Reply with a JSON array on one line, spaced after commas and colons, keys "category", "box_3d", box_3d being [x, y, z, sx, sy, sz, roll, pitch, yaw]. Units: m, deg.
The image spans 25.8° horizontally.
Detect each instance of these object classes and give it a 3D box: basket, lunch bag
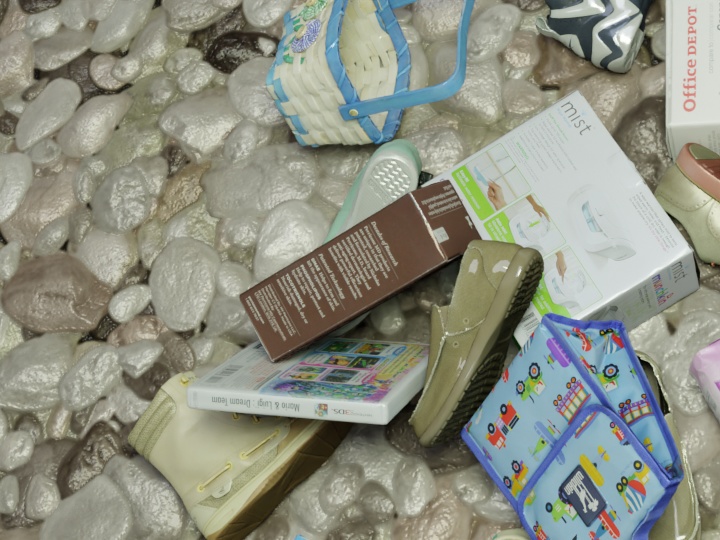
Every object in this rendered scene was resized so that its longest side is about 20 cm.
[{"category": "basket", "box_3d": [0.015, -0.209, 1.528, 0.199, 0.139, 0.177, -11, 41, 21]}, {"category": "lunch bag", "box_3d": [0.190, 0.160, 1.299, 0.151, 0.094, 0.200, -59, 41, 32]}]

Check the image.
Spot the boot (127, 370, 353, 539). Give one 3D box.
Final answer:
[{"category": "boot", "box_3d": [-0.108, 0.139, 1.468, 0.200, 0.073, 0.155, -45, 64, -1]}]

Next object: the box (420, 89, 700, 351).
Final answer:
[{"category": "box", "box_3d": [0.183, -0.033, 1.442, 0.176, 0.097, 0.200, -32, 62, 1]}]

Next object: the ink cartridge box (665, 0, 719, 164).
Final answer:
[{"category": "ink cartridge box", "box_3d": [0.384, -0.183, 1.455, 0.199, 0.085, 0.146, -3, 67, 18]}]

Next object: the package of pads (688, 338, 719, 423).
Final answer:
[{"category": "package of pads", "box_3d": [0.377, 0.135, 1.324, 0.120, 0.076, 0.201, -28, 63, 2]}]

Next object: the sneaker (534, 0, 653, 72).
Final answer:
[{"category": "sneaker", "box_3d": [0.237, -0.303, 1.550, 0.129, 0.079, 0.200, 21, 85, 14]}]

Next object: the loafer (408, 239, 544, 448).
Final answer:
[{"category": "loafer", "box_3d": [0.091, 0.060, 1.359, 0.067, 0.076, 0.201, 33, 104, 25]}]

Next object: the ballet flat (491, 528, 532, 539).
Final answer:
[{"category": "ballet flat", "box_3d": [0.184, 0.286, 1.322, 0.200, 0.070, 0.070, 33, 80, 25]}]

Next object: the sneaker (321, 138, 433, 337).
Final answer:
[{"category": "sneaker", "box_3d": [0.009, -0.033, 1.517, 0.073, 0.118, 0.201, 28, 109, 0]}]

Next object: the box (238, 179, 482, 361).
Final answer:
[{"category": "box", "box_3d": [0.000, 0.000, 1.401, 0.199, 0.100, 0.075, -29, 87, 25]}]

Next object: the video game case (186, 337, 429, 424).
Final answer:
[{"category": "video game case", "box_3d": [-0.034, 0.094, 1.407, 0.181, 0.200, 0.024, 3, 102, 17]}]

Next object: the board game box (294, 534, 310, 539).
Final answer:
[{"category": "board game box", "box_3d": [-0.006, 0.359, 1.352, 0.195, 0.056, 0.201, 19, 74, 22]}]

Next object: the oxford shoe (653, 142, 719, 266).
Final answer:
[{"category": "oxford shoe", "box_3d": [0.350, -0.026, 1.419, 0.200, 0.071, 0.074, 48, 123, 20]}]

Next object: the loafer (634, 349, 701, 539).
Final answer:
[{"category": "loafer", "box_3d": [0.243, 0.158, 1.357, 0.075, 0.068, 0.201, -16, 64, 9]}]
